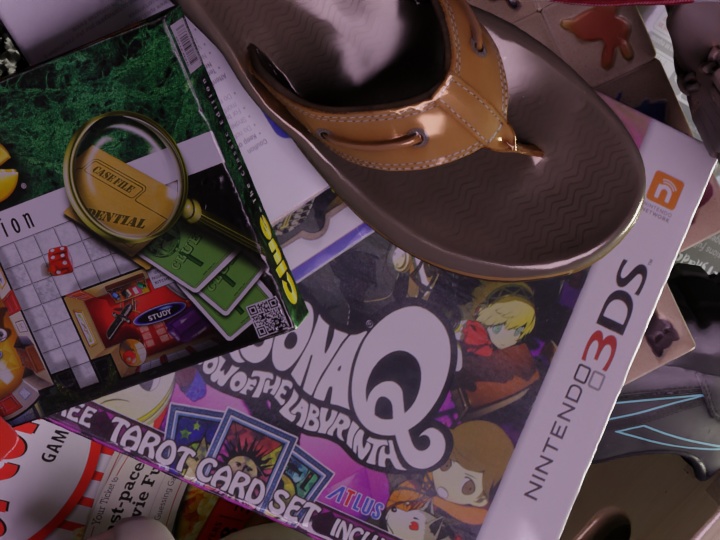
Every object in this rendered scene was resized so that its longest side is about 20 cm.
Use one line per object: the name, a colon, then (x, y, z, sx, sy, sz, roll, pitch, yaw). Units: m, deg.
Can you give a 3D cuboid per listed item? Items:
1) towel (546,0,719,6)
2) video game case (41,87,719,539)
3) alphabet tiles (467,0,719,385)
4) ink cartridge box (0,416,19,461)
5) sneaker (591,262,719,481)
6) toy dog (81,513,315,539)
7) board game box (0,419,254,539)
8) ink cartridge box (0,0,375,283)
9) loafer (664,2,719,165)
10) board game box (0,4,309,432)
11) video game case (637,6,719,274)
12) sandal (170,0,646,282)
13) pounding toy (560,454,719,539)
towel: (0.115, -0.143, 0.768, 0.199, 0.145, 0.023, -4, 143, -19)
video game case: (0.000, 0.000, 0.780, 0.199, 0.036, 0.182, 25, 83, -9)
alphabet tiles: (0.034, -0.041, 0.810, 0.166, 0.006, 0.201, -26, 93, -10)
ink cartridge box: (-0.232, 0.040, 0.697, 0.200, 0.057, 0.163, 44, 95, 3)
sneaker: (0.067, 0.036, 0.868, 0.199, 0.075, 0.080, 10, 114, -13)
toy dog: (-0.063, 0.166, 0.817, 0.199, 0.140, 0.194, -29, 143, -7)
board game box: (-0.127, 0.061, 0.833, 0.199, 0.046, 0.152, 18, 109, -35)
ink cartridge box: (-0.063, -0.088, 0.727, 0.099, 0.039, 0.201, -32, 99, -7)
loafer: (0.124, -0.095, 0.788, 0.063, 0.201, 0.072, 8, 143, -23)
board game box: (-0.126, 0.000, 0.718, 0.199, 0.023, 0.105, -20, 99, 17)
video game case: (0.159, -0.042, 0.937, 0.199, 0.023, 0.182, 24, 105, -37)
sandal: (0.005, -0.068, 0.694, 0.200, 0.054, 0.080, 43, 84, -12)
pounding toy: (0.133, 0.186, 0.985, 0.200, 0.142, 0.184, -49, 128, 6)
